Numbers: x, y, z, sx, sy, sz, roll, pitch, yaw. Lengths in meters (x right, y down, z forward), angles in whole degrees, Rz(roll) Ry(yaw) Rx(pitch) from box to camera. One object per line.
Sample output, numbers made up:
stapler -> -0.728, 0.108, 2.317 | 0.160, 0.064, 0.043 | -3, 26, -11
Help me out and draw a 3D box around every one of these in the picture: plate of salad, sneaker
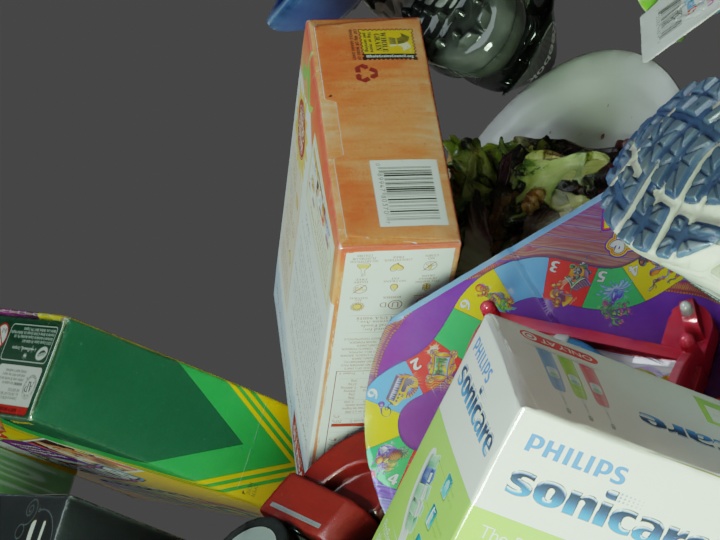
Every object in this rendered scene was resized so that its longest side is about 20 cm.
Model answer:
plate of salad -> 0.077, -0.013, 1.273 | 0.200, 0.048, 0.200 | -36, 40, 38
sneaker -> 0.163, -0.003, 1.065 | 0.077, 0.085, 0.200 | -45, 35, 4
sneaker -> 0.062, -0.120, 1.322 | 0.066, 0.090, 0.200 | -58, 16, 6

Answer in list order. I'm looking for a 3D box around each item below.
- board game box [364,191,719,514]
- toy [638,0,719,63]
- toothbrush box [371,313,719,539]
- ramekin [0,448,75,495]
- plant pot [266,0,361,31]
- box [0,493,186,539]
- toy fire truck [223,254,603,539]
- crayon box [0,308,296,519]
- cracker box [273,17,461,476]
board game box -> 0.093, 0.042, 1.103 | 0.200, 0.039, 0.158 | -30, 61, 1
toy -> 0.206, -0.158, 1.166 | 0.200, 0.047, 0.115 | -31, 26, 23
toothbrush box -> 0.074, 0.139, 1.033 | 0.086, 0.146, 0.200 | -106, 38, -65
ramekin -> -0.248, 0.109, 1.632 | 0.200, 0.098, 0.200 | -36, 41, 39
plant pot -> -0.036, -0.235, 1.302 | 0.200, 0.180, 0.200 | -62, 8, -16
box -> -0.148, 0.222, 1.373 | 0.106, 0.122, 0.200 | -6, 64, 56
toy fire truck -> 0.045, 0.098, 1.195 | 0.200, 0.129, 0.176 | -50, 33, -14
crayon box -> -0.130, 0.073, 1.404 | 0.200, 0.172, 0.058 | 2, 70, 57
cracker box -> 0.000, 0.000, 1.272 | 0.200, 0.058, 0.134 | 100, 165, -51
